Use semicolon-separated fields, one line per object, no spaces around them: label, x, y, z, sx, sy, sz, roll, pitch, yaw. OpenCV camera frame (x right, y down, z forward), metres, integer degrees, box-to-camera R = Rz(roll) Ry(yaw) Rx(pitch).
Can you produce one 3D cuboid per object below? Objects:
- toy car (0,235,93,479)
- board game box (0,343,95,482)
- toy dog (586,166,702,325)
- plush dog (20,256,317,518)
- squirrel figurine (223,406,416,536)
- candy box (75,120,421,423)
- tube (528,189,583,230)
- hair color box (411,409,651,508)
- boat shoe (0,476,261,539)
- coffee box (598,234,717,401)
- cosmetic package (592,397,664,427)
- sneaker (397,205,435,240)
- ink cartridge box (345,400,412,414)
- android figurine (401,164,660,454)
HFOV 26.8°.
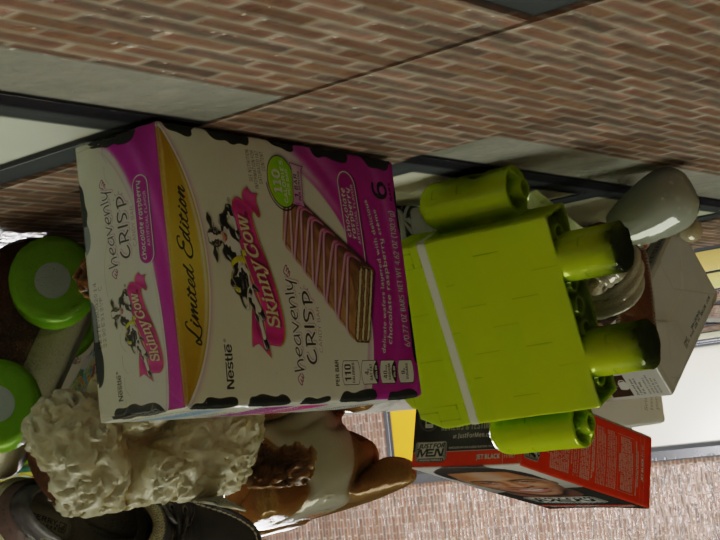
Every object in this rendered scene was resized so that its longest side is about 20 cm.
toy car;-0.279;0.029;0.970;0.198;0.159;0.164;24;165;-5
board game box;-0.184;0.078;1.108;0.133;0.201;0.034;-8;132;17
toy dog;0.159;0.025;1.020;0.096;0.133;0.199;38;140;-20
plush dog;-0.109;0.046;0.916;0.158;0.174;0.200;-2;-175;8
squirrel figurine;-0.068;0.104;1.182;0.140;0.189;0.200;-9;165;-27
candy box;-0.052;0.005;0.783;0.060;0.138;0.199;-12;171;35
tube;0.067;-0.011;1.088;0.198;0.053;0.058;-20;-176;35
hair color box;0.137;0.141;1.170;0.101;0.062;0.199;-8;159;38
boat shoe;-0.145;0.174;0.988;0.198;0.073;0.065;19;160;-30
coffee box;0.159;0.040;1.171;0.198;0.080;0.113;-12;-148;42
cosmetic package;0.174;0.086;1.520;0.164;0.167;0.199;0;172;-44
sneaker;0.000;0.000;1.062;0.197;0.076;0.115;-2;174;7
ink cartridge box;0.025;0.066;1.380;0.198;0.117;0.067;1;155;-41
android figurine;0.084;0.030;0.941;0.198;0.184;0.041;-13;-169;36
